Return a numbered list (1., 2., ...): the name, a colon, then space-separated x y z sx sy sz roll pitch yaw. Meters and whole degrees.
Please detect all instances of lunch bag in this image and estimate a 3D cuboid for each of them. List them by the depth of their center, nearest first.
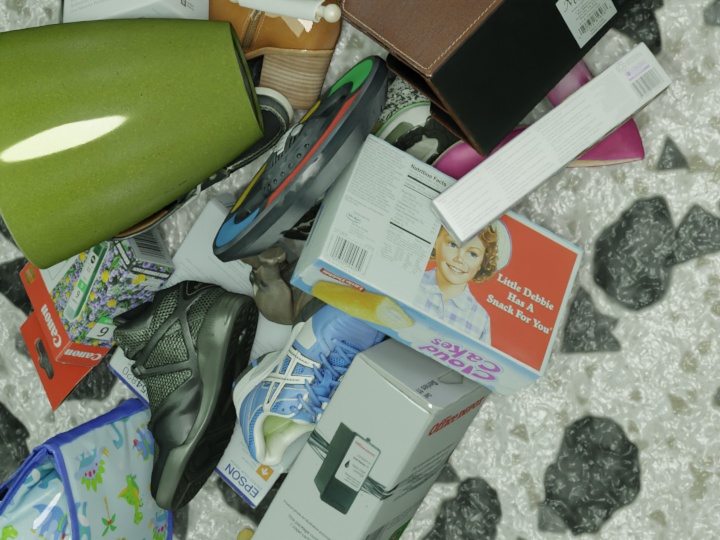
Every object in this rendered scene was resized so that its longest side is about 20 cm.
1. lunch bag: -0.250 0.222 1.465 0.127 0.170 0.202 22 110 20

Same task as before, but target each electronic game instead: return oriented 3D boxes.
1. electronic game: -0.047 -0.087 1.264 0.042 0.200 0.200 40 116 -12

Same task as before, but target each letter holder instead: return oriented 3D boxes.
1. letter holder: 0.102 -0.212 1.213 0.200 0.101 0.142 -46 46 -2

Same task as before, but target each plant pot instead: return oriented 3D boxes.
1. plant pot: -0.181 -0.119 1.274 0.198 0.187 0.189 -16 93 2

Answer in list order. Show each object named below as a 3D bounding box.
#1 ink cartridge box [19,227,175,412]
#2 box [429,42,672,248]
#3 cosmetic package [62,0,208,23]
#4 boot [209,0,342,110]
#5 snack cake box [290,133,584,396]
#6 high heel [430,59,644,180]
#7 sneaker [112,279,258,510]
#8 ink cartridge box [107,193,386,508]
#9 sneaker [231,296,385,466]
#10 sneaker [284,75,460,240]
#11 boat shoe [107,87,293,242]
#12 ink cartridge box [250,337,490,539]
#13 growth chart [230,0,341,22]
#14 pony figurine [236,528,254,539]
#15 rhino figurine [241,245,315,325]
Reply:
1. ink cartridge box: -0.257 0.022 1.475 0.200 0.050 0.109 -48 54 24
2. box: 0.141 -0.093 1.211 0.199 0.039 0.042 -38 85 -3
3. cosmetic package: -0.182 -0.283 1.344 0.101 0.071 0.202 -11 68 28
4. boot: -0.107 -0.232 1.358 0.198 0.077 0.157 18 109 19
5. snack cake box: 0.060 -0.003 1.252 0.199 0.116 0.067 28 153 -12
6. high heel: 0.125 -0.073 1.286 0.199 0.067 0.096 -37 78 16
7. sneaker: -0.163 0.101 1.409 0.113 0.076 0.201 20 105 24
8. ink cartridge box: -0.103 0.071 1.436 0.199 0.041 0.201 42 115 13
9. sneaker: -0.032 0.084 1.323 0.200 0.075 0.078 -49 36 36
10. sneaker: -0.002 -0.095 1.354 0.199 0.077 0.089 -35 53 28
11. boat shoe: -0.140 -0.086 1.366 0.199 0.068 0.072 -26 129 20
12. ink cartridge box: 0.013 0.153 1.338 0.083 0.146 0.201 36 112 16
13. growth chart: -0.025 -0.278 1.267 0.144 0.018 0.202 8 68 41
14. pony figurine: -0.109 0.332 1.400 0.165 0.200 0.195 -14 94 27
15. rhino figurine: 0.000 0.000 1.334 0.198 0.060 0.088 -6 130 6
